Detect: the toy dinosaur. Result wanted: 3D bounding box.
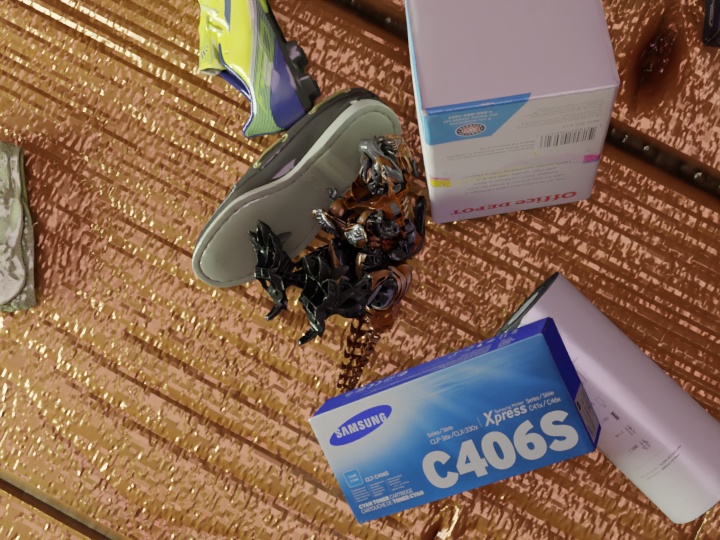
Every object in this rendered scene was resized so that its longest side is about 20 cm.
[{"bbox_3d":[0.000,0.000,0.771,0.135,0.102,0.202,-11,95,-37],"label":"toy dinosaur"}]

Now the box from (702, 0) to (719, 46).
[{"bbox_3d":[0.366,-0.274,0.794,0.160,0.049,0.202,5,88,2],"label":"box"}]

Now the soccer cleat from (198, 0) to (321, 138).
[{"bbox_3d":[-0.105,-0.202,0.808,0.083,0.065,0.201,-26,86,6],"label":"soccer cleat"}]

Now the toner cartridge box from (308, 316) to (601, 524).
[{"bbox_3d":[0.069,0.115,0.753,0.199,0.043,0.096,-24,95,23],"label":"toner cartridge box"}]

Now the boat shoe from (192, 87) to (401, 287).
[{"bbox_3d":[-0.056,-0.067,0.802,0.201,0.061,0.072,-40,126,5],"label":"boat shoe"}]

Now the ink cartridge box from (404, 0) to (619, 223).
[{"bbox_3d":[0.103,-0.128,0.737,0.127,0.200,0.126,-8,69,3],"label":"ink cartridge box"}]

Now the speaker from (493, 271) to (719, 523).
[{"bbox_3d":[0.197,0.098,0.769,0.200,0.081,0.081,43,90,4],"label":"speaker"}]

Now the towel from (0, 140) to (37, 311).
[{"bbox_3d":[-0.368,-0.027,0.826,0.198,0.036,0.150,-8,86,3],"label":"towel"}]
